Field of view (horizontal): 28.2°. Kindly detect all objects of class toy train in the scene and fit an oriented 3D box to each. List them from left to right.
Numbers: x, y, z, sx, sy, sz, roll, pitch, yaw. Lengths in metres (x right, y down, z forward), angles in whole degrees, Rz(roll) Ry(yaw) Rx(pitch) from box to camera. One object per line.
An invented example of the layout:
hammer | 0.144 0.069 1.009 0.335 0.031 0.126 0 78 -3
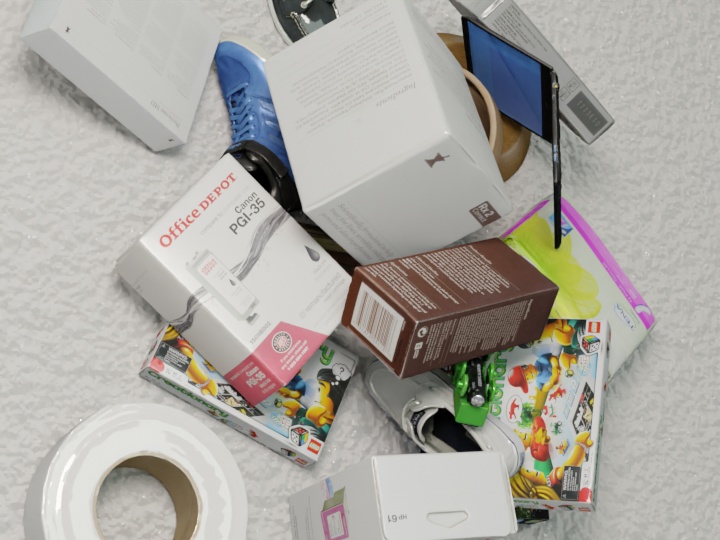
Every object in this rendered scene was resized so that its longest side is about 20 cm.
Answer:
toy train | 0.113 0.087 1.469 0.042 0.057 0.200 12 30 -5

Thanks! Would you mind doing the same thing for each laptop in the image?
laptop | 0.163 -0.146 1.539 0.103 0.177 0.201 -1 69 8

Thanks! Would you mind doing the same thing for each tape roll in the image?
tape roll | -0.209 0.227 1.338 0.202 0.071 0.203 9 69 -24

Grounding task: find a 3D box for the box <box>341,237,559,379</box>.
box | 0.089 0.034 1.418 0.199 0.075 0.100 -13 41 -38

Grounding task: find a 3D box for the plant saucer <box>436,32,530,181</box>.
plant saucer | 0.124 -0.194 1.677 0.199 0.035 0.201 9 68 -24

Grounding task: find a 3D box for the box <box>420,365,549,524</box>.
box | 0.130 0.171 1.550 0.136 0.038 0.201 6 70 -26

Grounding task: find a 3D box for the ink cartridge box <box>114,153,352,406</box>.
ink cartridge box | -0.119 0.009 1.412 0.200 0.083 0.147 45 58 -6

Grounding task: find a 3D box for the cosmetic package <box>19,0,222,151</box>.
cosmetic package | -0.236 -0.239 1.447 0.200 0.052 0.151 41 50 -41

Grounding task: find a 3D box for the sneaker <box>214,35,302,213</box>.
sneaker | -0.116 -0.148 1.512 0.111 0.077 0.200 -34 96 -41

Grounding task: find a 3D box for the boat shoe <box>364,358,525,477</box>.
boat shoe | 0.075 0.147 1.458 0.200 0.074 0.065 28 20 31

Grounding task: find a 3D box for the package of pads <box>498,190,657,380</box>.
package of pads | 0.236 0.025 1.619 0.200 0.068 0.154 53 41 -1

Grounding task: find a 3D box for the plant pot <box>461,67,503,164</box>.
plant pot | 0.071 -0.120 1.565 0.093 0.200 0.202 40 50 -55

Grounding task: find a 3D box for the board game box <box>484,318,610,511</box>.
board game box | 0.190 0.147 1.496 0.126 0.035 0.201 0 65 19

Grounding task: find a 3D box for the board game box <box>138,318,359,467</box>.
board game box | -0.110 0.097 1.454 0.200 0.035 0.127 31 61 -15

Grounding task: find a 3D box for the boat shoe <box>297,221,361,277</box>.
boat shoe | 0.000 0.000 1.531 0.199 0.072 0.068 13 97 -18

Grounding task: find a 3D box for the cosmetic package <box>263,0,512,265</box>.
cosmetic package | 0.027 -0.135 1.437 0.165 0.165 0.201 41 27 -52

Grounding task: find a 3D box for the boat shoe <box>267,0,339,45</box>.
boat shoe | -0.069 -0.321 1.607 0.075 0.060 0.201 -29 87 -32

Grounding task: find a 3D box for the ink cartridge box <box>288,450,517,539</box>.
ink cartridge box | 0.037 0.235 1.384 0.144 0.200 0.085 1 72 -27

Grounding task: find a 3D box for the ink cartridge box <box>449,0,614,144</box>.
ink cartridge box | 0.184 -0.243 1.603 0.044 0.174 0.200 -42 114 7
